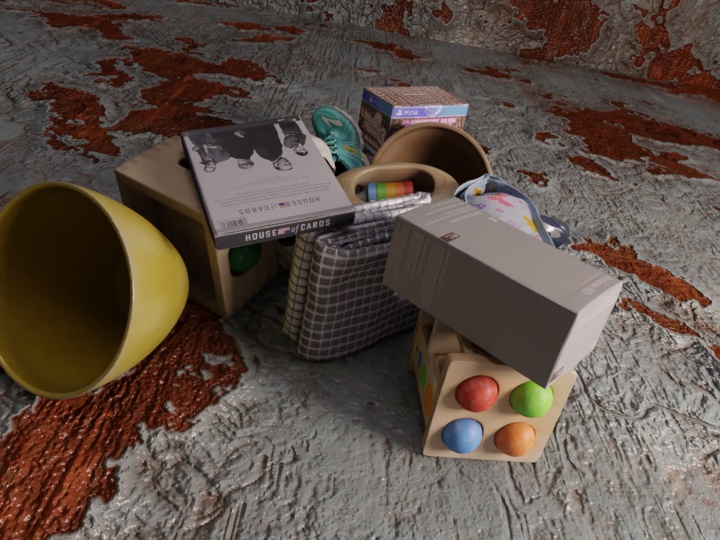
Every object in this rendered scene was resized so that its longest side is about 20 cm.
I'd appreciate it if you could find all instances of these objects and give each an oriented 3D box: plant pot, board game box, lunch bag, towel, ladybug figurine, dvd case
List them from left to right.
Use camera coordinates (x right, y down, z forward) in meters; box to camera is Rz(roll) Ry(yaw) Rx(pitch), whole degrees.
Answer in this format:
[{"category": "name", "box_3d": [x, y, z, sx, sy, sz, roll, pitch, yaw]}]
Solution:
[{"category": "plant pot", "box_3d": [-0.262, 0.018, 0.616, 0.198, 0.202, 0.142, 23, 9, 20]}, {"category": "dvd case", "box_3d": [-0.109, -0.106, 0.663, 0.148, 0.025, 0.201, -12, 47, -18]}, {"category": "towel", "box_3d": [0.014, 0.010, 0.705, 0.198, 0.167, 0.086, -14, 41, -32]}, {"category": "ladybug figurine", "box_3d": [0.041, -0.092, 0.839, 0.197, 0.072, 0.137, 0, 46, 3]}, {"category": "board game box", "box_3d": [0.078, -0.205, 1.034, 0.158, 0.202, 0.097, -10, 37, -31]}, {"category": "plant pot", "box_3d": [0.113, -0.129, 0.948, 0.198, 0.203, 0.093, 17, 12, 11]}, {"category": "lunch bag", "box_3d": [0.154, -0.013, 0.778, 0.125, 0.171, 0.201, 13, 33, -4]}]

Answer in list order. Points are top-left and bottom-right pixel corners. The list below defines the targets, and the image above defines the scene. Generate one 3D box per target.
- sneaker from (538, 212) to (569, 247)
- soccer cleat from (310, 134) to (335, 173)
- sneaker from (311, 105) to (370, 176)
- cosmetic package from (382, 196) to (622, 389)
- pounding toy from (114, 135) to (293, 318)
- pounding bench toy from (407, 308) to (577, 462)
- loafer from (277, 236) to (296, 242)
[{"category": "sneaker", "box_3d": [0.251, -0.052, 0.985, 0.197, 0.071, 0.083, 7, 48, -1]}, {"category": "soccer cleat", "box_3d": [-0.131, -0.148, 0.859, 0.198, 0.070, 0.078, -19, 52, -21]}, {"category": "sneaker", "box_3d": [-0.033, -0.191, 0.981, 0.079, 0.077, 0.202, 0, 60, -52]}, {"category": "cosmetic package", "box_3d": [0.130, 0.012, 0.571, 0.199, 0.091, 0.106, 29, 33, 32]}, {"category": "pounding toy", "box_3d": [-0.169, -0.047, 0.750, 0.198, 0.186, 0.142, 25, 46, 22]}, {"category": "pounding bench toy", "box_3d": [0.164, 0.111, 0.625, 0.197, 0.126, 0.157, 6, 32, -8]}, {"category": "loafer", "box_3d": [-0.128, -0.080, 0.828, 0.198, 0.074, 0.072, 8, 44, 25]}]
